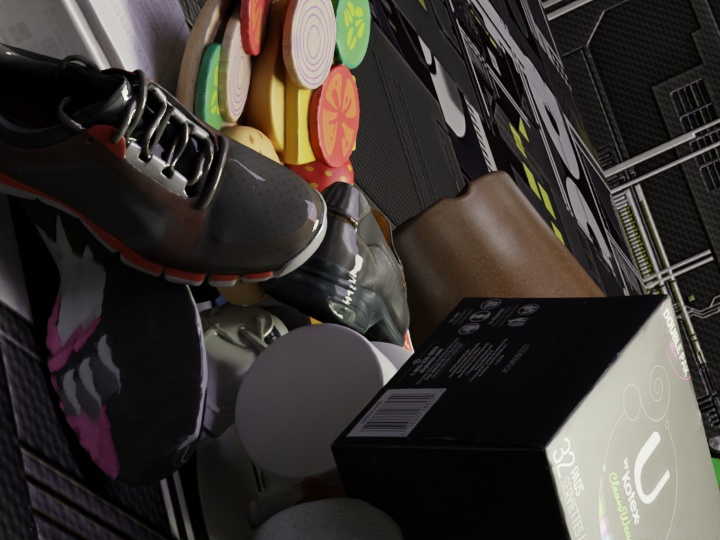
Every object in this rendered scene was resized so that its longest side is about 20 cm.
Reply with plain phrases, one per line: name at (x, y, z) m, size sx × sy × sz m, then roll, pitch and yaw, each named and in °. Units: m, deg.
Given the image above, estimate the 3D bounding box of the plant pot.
plant pot at (0.102, 0.046, 1.732) m, size 0.199 × 0.200 × 0.200 m, roll 56°, pitch 12°, yaw 8°

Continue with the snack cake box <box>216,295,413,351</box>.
snack cake box at (-0.030, 0.021, 1.504) m, size 0.200 × 0.067 × 0.116 m, roll 51°, pitch 18°, yaw -49°

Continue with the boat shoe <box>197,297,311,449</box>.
boat shoe at (-0.072, 0.046, 1.294) m, size 0.074 × 0.065 × 0.200 m, roll 64°, pitch 13°, yaw -8°

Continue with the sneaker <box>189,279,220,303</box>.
sneaker at (-0.093, -0.052, 1.392) m, size 0.201 × 0.090 × 0.067 m, roll -62°, pitch 148°, yaw -42°

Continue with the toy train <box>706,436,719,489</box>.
toy train at (0.204, 0.189, 1.383) m, size 0.056 × 0.041 × 0.201 m, roll -56°, pitch 154°, yaw -50°

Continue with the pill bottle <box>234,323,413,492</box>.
pill bottle at (0.012, 0.109, 1.285) m, size 0.200 × 0.119 × 0.120 m, roll 47°, pitch 23°, yaw -55°

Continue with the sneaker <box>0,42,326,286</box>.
sneaker at (-0.107, -0.055, 1.089) m, size 0.082 × 0.198 × 0.078 m, roll 118°, pitch -12°, yaw -60°

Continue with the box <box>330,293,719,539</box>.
box at (0.095, 0.134, 1.124) m, size 0.149 × 0.123 × 0.201 m, roll -44°, pitch 124°, yaw -47°

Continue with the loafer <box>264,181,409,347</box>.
loafer at (0.000, 0.000, 1.312) m, size 0.200 × 0.072 × 0.073 m, roll 46°, pitch 66°, yaw -81°

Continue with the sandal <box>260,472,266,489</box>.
sandal at (-0.006, 0.113, 1.415) m, size 0.200 × 0.054 × 0.081 m, roll 16°, pitch 79°, yaw -70°

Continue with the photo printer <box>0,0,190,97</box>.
photo printer at (-0.158, -0.152, 1.290) m, size 0.200 × 0.069 × 0.167 m, roll -83°, pitch 148°, yaw -66°

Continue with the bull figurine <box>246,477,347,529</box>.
bull figurine at (0.012, 0.190, 1.202) m, size 0.065 × 0.120 × 0.202 m, roll -93°, pitch 173°, yaw -66°

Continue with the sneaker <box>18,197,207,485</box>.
sneaker at (-0.118, 0.014, 1.159) m, size 0.086 × 0.080 × 0.202 m, roll 61°, pitch 15°, yaw -69°

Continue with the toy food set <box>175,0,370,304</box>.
toy food set at (-0.050, -0.087, 1.309) m, size 0.200 × 0.048 × 0.200 m, roll -22°, pitch 114°, yaw -64°

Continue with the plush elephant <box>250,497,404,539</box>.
plush elephant at (-0.013, 0.203, 1.056) m, size 0.200 × 0.154 × 0.166 m, roll 50°, pitch 20°, yaw -51°
